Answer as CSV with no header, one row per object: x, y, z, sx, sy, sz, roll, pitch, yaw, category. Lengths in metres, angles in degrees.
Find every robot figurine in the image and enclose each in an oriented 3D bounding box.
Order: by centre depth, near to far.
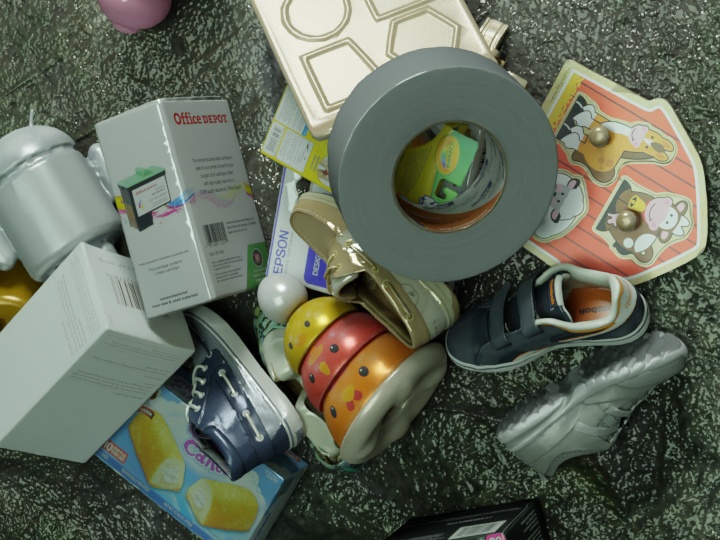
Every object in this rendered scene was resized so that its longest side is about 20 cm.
-0.327,-0.068,1.610,0.169,0.113,0.201,-30,84,-18,robot figurine

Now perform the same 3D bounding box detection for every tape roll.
0.072,-0.094,1.357,0.199,0.066,0.202,-4,115,-9,tape roll

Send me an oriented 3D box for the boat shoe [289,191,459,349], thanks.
0.000,0.000,1.443,0.200,0.069,0.074,36,151,23,boat shoe

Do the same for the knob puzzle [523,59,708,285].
0.234,-0.072,1.426,0.218,0.030,0.221,3,97,22,knob puzzle

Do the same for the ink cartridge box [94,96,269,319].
-0.173,-0.066,1.530,0.083,0.145,0.201,-15,91,23,ink cartridge box

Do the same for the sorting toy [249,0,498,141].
0.009,-0.222,1.429,0.184,0.037,0.201,-22,61,-6,sorting toy

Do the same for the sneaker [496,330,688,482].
0.229,0.127,1.442,0.199,0.075,0.082,-33,104,25,sneaker

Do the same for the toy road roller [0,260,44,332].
-0.402,0.018,1.630,0.145,0.123,0.201,-11,123,7,toy road roller

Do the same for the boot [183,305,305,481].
-0.149,0.119,1.545,0.200,0.090,0.073,44,150,31,boot

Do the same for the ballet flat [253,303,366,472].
-0.054,0.115,1.546,0.074,0.074,0.201,-37,82,22,ballet flat

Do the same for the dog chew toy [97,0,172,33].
-0.211,-0.335,1.533,0.124,0.124,0.201,29,114,17,dog chew toy

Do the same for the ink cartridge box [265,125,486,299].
0.016,-0.068,1.508,0.199,0.043,0.200,14,101,19,ink cartridge box

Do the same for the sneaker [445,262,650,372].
0.165,0.039,1.431,0.199,0.079,0.079,-14,60,20,sneaker

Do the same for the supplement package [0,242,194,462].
-0.283,0.087,1.556,0.200,0.117,0.118,-44,51,25,supplement package

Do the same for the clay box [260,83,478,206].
0.013,-0.119,1.454,0.199,0.048,0.115,30,110,16,clay box

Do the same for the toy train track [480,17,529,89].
0.066,-0.208,1.458,0.199,0.033,0.115,25,84,22,toy train track

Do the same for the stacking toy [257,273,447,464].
-0.028,0.078,1.493,0.200,0.146,0.147,40,109,17,stacking toy

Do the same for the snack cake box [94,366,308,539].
-0.168,0.197,1.603,0.199,0.067,0.115,35,109,15,snack cake box

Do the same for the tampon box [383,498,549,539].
0.113,0.342,1.472,0.149,0.126,0.201,-14,91,24,tampon box
